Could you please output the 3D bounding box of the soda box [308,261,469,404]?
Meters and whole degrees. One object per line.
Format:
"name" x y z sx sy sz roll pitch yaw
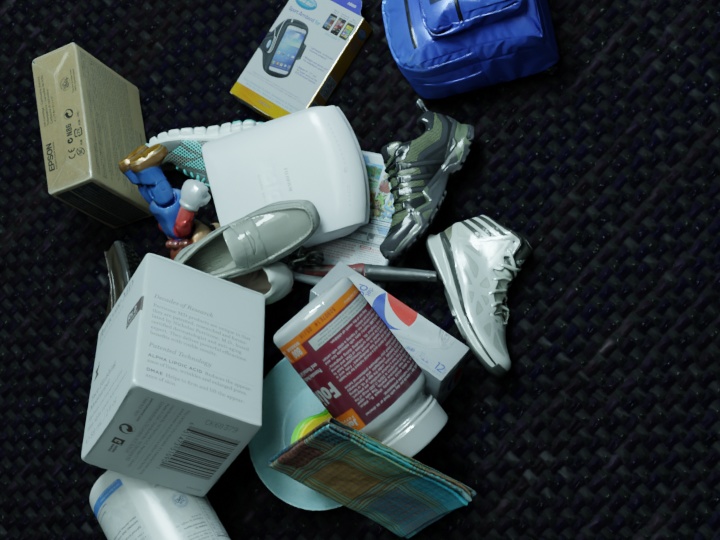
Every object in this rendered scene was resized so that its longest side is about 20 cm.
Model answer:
"soda box" 0.031 0.078 1.577 0.199 0.069 0.063 34 54 19

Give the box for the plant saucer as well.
"plant saucer" -0.042 0.193 1.610 0.198 0.039 0.204 -6 72 18

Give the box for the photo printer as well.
"photo printer" -0.088 -0.109 1.657 0.197 0.069 0.169 -15 87 16

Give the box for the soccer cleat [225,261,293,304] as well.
"soccer cleat" -0.175 0.043 1.672 0.198 0.077 0.070 -30 75 18

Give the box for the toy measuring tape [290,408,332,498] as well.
"toy measuring tape" -0.050 0.166 1.549 0.072 0.073 0.204 -7 83 18

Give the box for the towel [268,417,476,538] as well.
"towel" 0.011 0.237 1.476 0.146 0.198 0.022 -40 28 47

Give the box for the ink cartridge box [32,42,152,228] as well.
"ink cartridge box" -0.356 -0.177 1.766 0.074 0.165 0.203 -18 68 16

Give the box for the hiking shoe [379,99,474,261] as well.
"hiking shoe" 0.060 -0.109 1.628 0.100 0.076 0.202 28 75 4

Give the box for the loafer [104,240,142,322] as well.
"loafer" -0.312 0.057 1.730 0.070 0.073 0.203 -20 69 12

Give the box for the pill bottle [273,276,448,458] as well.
"pill bottle" 0.003 0.119 1.491 0.114 0.114 0.201 -38 92 6

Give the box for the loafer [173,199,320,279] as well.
"loafer" -0.141 -0.029 1.604 0.198 0.070 0.071 -25 98 16

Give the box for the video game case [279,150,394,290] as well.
"video game case" -0.038 -0.070 1.695 0.197 0.022 0.185 13 80 24

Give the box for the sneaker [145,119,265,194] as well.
"sneaker" -0.205 -0.142 1.751 0.197 0.077 0.093 -7 76 20

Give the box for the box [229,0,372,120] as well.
"box" -0.074 -0.290 1.764 0.118 0.041 0.201 32 85 25

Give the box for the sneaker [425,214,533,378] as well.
"sneaker" 0.161 0.019 1.563 0.114 0.076 0.203 -28 64 13

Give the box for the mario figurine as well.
"mario figurine" -0.224 -0.075 1.699 0.105 0.124 0.202 -24 111 9

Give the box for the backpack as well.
"backpack" 0.124 -0.320 1.630 0.197 0.168 0.165 -16 63 19

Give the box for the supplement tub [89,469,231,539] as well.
"supplement tub" -0.231 0.326 1.591 0.131 0.132 0.201 -37 65 7

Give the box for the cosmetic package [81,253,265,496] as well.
"cosmetic package" -0.219 0.125 1.562 0.165 0.163 0.202 -51 29 37

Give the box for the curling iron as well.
"curling iron" 0.000 0.000 1.623 0.197 0.050 0.026 9 71 16
